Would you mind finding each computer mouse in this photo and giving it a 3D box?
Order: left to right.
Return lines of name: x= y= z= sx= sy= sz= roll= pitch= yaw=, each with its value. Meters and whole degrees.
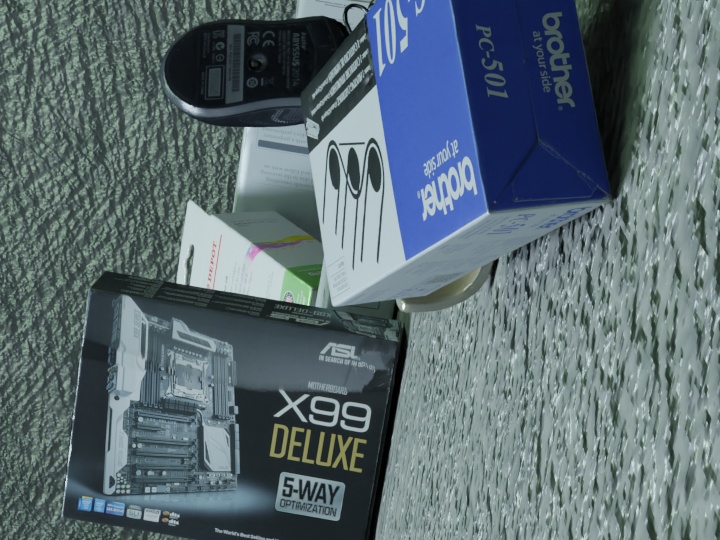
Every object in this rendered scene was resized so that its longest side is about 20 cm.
computer mouse: x=-0.059 y=-0.150 z=1.324 sx=0.053 sy=0.200 sz=0.139 roll=67 pitch=-154 yaw=-69

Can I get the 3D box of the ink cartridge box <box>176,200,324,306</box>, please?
ink cartridge box: x=-0.074 y=0.025 z=1.349 sx=0.200 sy=0.067 sz=0.117 roll=35 pitch=123 yaw=47

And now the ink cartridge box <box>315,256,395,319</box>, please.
ink cartridge box: x=0.000 y=0.000 z=1.159 sx=0.109 sy=0.050 sz=0.200 roll=-90 pitch=8 yaw=-61

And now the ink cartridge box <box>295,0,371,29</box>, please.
ink cartridge box: x=-0.028 y=-0.316 z=1.878 sx=0.200 sy=0.084 sz=0.146 roll=108 pitch=170 yaw=-66

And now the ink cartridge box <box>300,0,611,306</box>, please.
ink cartridge box: x=0.026 y=-0.048 z=0.598 sx=0.200 sy=0.044 sz=0.094 roll=149 pitch=114 yaw=-73

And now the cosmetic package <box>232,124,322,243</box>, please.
cosmetic package: x=-0.050 y=-0.084 z=1.485 sx=0.199 sy=0.123 sz=0.200 roll=-90 pitch=10 yaw=-62

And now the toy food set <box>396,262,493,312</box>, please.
toy food set: x=0.040 y=-0.101 z=0.734 sx=0.144 sy=0.060 sz=0.200 roll=-89 pitch=9 yaw=-56

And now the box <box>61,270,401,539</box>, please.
box: x=-0.083 y=0.096 z=1.066 sx=0.050 sy=0.200 sz=0.158 roll=-74 pitch=-6 yaw=-75
